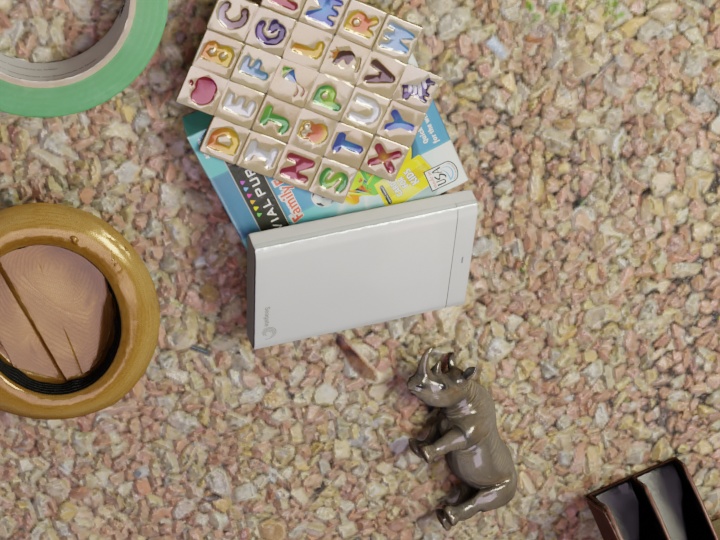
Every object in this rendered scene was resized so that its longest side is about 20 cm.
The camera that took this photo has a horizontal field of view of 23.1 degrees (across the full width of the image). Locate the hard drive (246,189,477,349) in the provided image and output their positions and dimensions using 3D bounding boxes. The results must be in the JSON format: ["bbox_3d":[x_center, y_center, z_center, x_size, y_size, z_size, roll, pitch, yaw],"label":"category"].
[{"bbox_3d":[0.000,0.000,1.537,0.200,0.027,0.132,-11,140,-14],"label":"hard drive"}]

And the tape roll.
[{"bbox_3d":[-0.253,-0.222,1.394,0.200,0.048,0.201,-5,118,-9],"label":"tape roll"}]

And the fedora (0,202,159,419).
[{"bbox_3d":[-0.266,0.028,1.502,0.200,0.082,0.201,-3,112,-8],"label":"fedora"}]

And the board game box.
[{"bbox_3d":[-0.029,-0.103,1.503,0.200,0.047,0.151,-26,119,2],"label":"board game box"}]

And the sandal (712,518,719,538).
[{"bbox_3d":[0.353,0.321,1.805,0.212,0.078,0.070,-44,149,19],"label":"sandal"}]

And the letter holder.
[{"bbox_3d":[0.305,0.294,1.678,0.100,0.142,0.200,-23,88,1],"label":"letter holder"}]

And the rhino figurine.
[{"bbox_3d":[0.091,0.152,1.652,0.087,0.060,0.200,-27,118,-13],"label":"rhino figurine"}]

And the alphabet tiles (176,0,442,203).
[{"bbox_3d":[-0.041,-0.149,1.447,0.200,0.006,0.167,19,110,-18],"label":"alphabet tiles"}]
